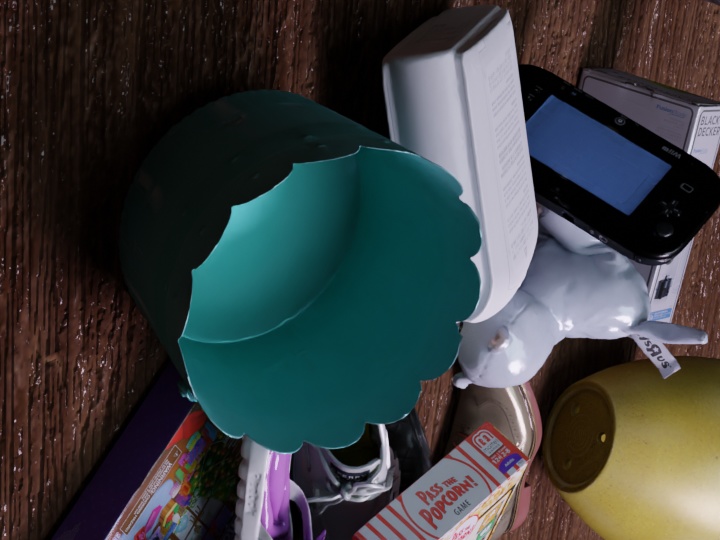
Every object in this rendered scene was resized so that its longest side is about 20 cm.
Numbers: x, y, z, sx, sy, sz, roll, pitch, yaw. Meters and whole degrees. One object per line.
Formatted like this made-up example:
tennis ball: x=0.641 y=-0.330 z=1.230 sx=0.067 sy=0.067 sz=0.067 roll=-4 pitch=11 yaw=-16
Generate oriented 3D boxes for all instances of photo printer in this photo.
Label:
photo printer: x=0.073 y=-0.070 z=1.320 sx=0.166 sy=0.069 sz=0.202 roll=-51 pitch=134 yaw=-65

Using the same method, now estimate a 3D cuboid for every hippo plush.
hippo plush: x=0.130 y=0.033 z=1.475 sx=0.160 sy=0.201 sz=0.159 roll=-29 pitch=167 yaw=-19

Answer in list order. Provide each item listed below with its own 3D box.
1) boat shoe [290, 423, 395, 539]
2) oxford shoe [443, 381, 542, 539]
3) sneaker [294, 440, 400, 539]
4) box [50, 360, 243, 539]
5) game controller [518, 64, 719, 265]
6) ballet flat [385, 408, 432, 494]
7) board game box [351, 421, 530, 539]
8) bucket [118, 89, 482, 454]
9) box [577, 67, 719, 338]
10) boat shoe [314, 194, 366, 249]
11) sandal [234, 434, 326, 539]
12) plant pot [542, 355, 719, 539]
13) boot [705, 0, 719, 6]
boat shoe: x=-0.009 y=0.130 z=1.310 sx=0.074 sy=0.086 sz=0.204 roll=-2 pitch=119 yaw=-6
oxford shoe: x=0.101 y=0.152 z=1.565 sx=0.075 sy=0.070 sz=0.201 roll=-31 pitch=131 yaw=-36
sneaker: x=-0.012 y=0.180 z=1.417 sx=0.091 sy=0.066 sz=0.201 roll=-51 pitch=146 yaw=-29
box: x=-0.134 y=0.170 z=1.258 sx=0.201 sy=0.039 sz=0.137 roll=-57 pitch=147 yaw=-17
game controller: x=0.170 y=-0.082 z=1.417 sx=0.104 sy=0.199 sz=0.042 roll=-49 pitch=160 yaw=-23
ballet flat: x=0.036 y=0.177 z=1.513 sx=0.056 sy=0.067 sz=0.201 roll=-17 pitch=133 yaw=0
board game box: x=0.038 y=0.220 z=1.403 sx=0.151 sy=0.046 sz=0.201 roll=-35 pitch=157 yaw=-37
bucket: x=-0.042 y=-0.004 z=1.155 sx=0.206 sy=0.135 sz=0.209 roll=-14 pitch=120 yaw=-25
box: x=0.221 y=-0.057 z=1.575 sx=0.060 sy=0.116 sz=0.202 roll=-7 pitch=113 yaw=-53
boat shoe: x=-0.002 y=0.000 z=1.327 sx=0.064 sy=0.073 sz=0.201 roll=-66 pitch=155 yaw=-12
sandal: x=-0.050 y=0.174 z=1.258 sx=0.083 sy=0.049 sz=0.204 roll=-63 pitch=158 yaw=-47
plant pot: x=0.248 y=0.162 z=1.699 sx=0.141 sy=0.200 sz=0.202 roll=16 pitch=95 yaw=-31
boot: x=0.272 y=-0.259 z=1.479 sx=0.070 sy=0.173 sz=0.200 roll=-59 pitch=146 yaw=-13
